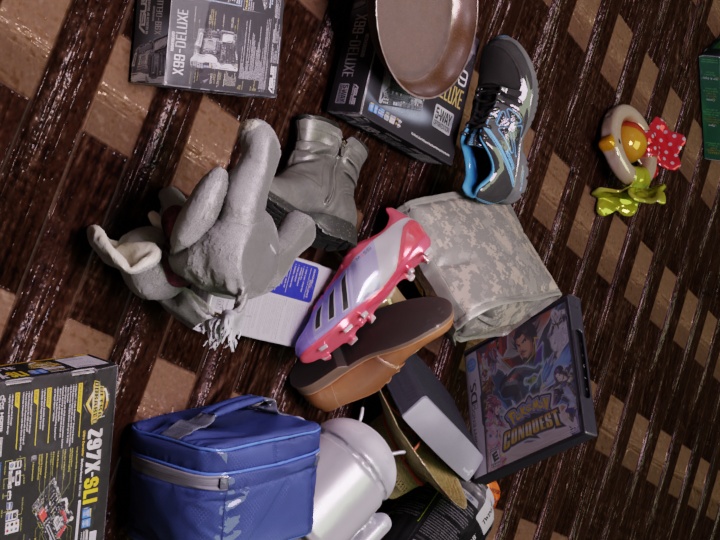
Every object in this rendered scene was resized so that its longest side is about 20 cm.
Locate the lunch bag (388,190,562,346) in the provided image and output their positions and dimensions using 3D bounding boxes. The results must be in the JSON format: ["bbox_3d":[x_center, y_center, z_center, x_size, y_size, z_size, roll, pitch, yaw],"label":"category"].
[{"bbox_3d":[0.124,-0.005,1.543,0.200,0.117,0.164,-4,61,-54],"label":"lunch bag"}]

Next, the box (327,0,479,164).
[{"bbox_3d":[0.053,-0.225,1.477,0.200,0.050,0.158,22,80,-54],"label":"box"}]

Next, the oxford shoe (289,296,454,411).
[{"bbox_3d":[0.023,0.094,1.439,0.071,0.199,0.071,53,16,-33],"label":"oxford shoe"}]

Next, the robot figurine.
[{"bbox_3d":[-0.039,0.243,1.424,0.200,0.113,0.170,-43,101,-24],"label":"robot figurine"}]

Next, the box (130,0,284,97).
[{"bbox_3d":[-0.137,-0.268,1.217,0.157,0.050,0.201,-5,103,-53],"label":"box"}]

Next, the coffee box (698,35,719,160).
[{"bbox_3d":[0.647,-0.309,2.286,0.123,0.044,0.201,-39,129,-42],"label":"coffee box"}]

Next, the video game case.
[{"bbox_3d":[0.205,0.150,1.599,0.025,0.200,0.181,18,56,-32],"label":"video game case"}]

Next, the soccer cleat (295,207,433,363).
[{"bbox_3d":[-0.006,0.018,1.410,0.200,0.076,0.067,-44,164,-9],"label":"soccer cleat"}]

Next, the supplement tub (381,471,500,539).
[{"bbox_3d":[0.089,0.335,1.633,0.200,0.122,0.123,-49,135,-33],"label":"supplement tub"}]

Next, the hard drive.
[{"bbox_3d":[0.083,0.166,1.577,0.042,0.135,0.200,-33,139,7],"label":"hard drive"}]

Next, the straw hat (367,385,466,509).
[{"bbox_3d":[0.039,0.222,1.554,0.085,0.201,0.201,-34,138,6],"label":"straw hat"}]

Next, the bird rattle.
[{"bbox_3d":[0.428,-0.183,1.981,0.163,0.112,0.200,52,53,-27],"label":"bird rattle"}]

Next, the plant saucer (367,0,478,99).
[{"bbox_3d":[0.064,-0.287,1.395,0.200,0.032,0.201,-16,111,-51],"label":"plant saucer"}]

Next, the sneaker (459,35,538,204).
[{"bbox_3d":[0.160,-0.177,1.522,0.082,0.073,0.201,-6,98,-47],"label":"sneaker"}]

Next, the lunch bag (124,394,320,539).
[{"bbox_3d":[-0.128,0.196,1.284,0.200,0.135,0.133,-7,106,-53],"label":"lunch bag"}]

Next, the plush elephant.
[{"bbox_3d":[-0.154,-0.023,1.192,0.165,0.154,0.201,62,43,-53],"label":"plush elephant"}]

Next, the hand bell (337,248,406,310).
[{"bbox_3d":[0.000,0.000,1.472,0.104,0.104,0.201,-47,121,-36],"label":"hand bell"}]

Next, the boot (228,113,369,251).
[{"bbox_3d":[-0.070,-0.106,1.358,0.200,0.068,0.131,23,66,-48],"label":"boot"}]

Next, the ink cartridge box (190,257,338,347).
[{"bbox_3d":[-0.101,0.025,1.361,0.200,0.037,0.095,18,85,-52],"label":"ink cartridge box"}]

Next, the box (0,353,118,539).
[{"bbox_3d":[-0.292,0.182,1.131,0.159,0.049,0.201,-6,104,-56],"label":"box"}]
